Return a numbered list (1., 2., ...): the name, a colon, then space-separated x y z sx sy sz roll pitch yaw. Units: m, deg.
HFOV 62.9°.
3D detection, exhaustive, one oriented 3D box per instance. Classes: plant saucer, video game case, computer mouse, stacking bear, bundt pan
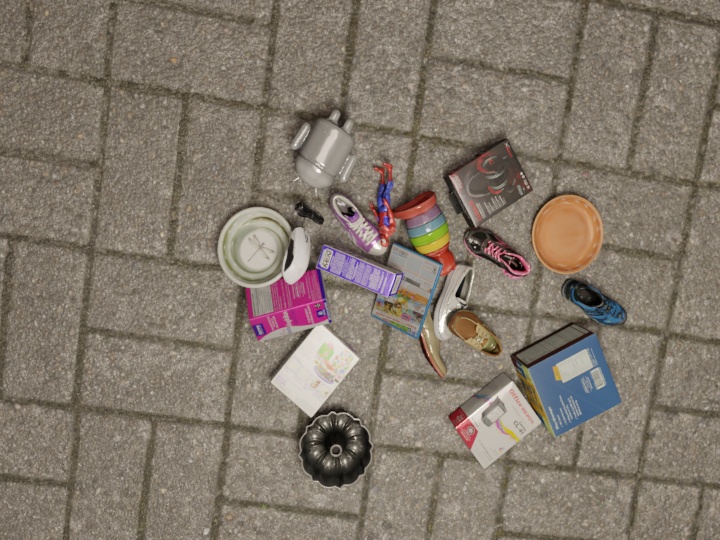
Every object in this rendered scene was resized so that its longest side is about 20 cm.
1. plant saucer: 0.541 -0.096 1.553 0.193 0.037 0.208 -1 96 -5
2. video game case: 0.116 0.052 1.493 0.140 0.018 0.206 24 108 22
3. plant saucer: -0.257 -0.054 1.473 0.193 0.050 0.207 -1 77 2
4. computer mouse: -0.141 -0.063 1.439 0.043 0.109 0.206 2 70 27
5. stacking bear: 0.178 -0.081 1.492 0.119 0.113 0.205 -28 105 -13
6. bundt pan: -0.065 0.459 1.544 0.195 0.076 0.210 0 95 -4

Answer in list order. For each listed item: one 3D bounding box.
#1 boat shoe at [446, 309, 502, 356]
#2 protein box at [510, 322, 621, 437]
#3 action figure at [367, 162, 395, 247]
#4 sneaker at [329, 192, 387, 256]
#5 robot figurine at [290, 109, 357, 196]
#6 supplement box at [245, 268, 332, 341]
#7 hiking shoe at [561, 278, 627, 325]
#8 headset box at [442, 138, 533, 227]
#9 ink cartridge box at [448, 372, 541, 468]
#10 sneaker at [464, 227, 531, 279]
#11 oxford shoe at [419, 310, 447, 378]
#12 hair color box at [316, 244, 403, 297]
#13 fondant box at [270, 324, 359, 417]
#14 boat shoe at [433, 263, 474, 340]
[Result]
1. boat shoe: 0.300 0.163 1.502 0.198 0.074 0.077 29 99 -38
2. protein box: 0.534 0.283 1.542 0.195 0.135 0.203 -26 98 -1
3. action figure: 0.057 -0.161 1.474 0.051 0.065 0.207 1 82 -38
4. sneaker: -0.006 -0.109 1.471 0.200 0.114 0.073 44 90 -9
5. robot figurine: -0.089 -0.290 1.444 0.167 0.113 0.204 30 93 -2
6. supplement box: -0.178 0.086 1.466 0.193 0.105 0.103 -14 142 -1
7. hiking shoe: 0.626 0.095 1.554 0.195 0.087 0.076 26 94 -7
8. headset box: 0.315 -0.216 1.502 0.197 0.075 0.151 -31 98 -1
9. ink cartridge box: 0.355 0.398 1.567 0.198 0.086 0.149 -38 97 2
10. sneaker: 0.358 -0.044 1.515 0.196 0.095 0.081 30 95 -5
11. oxford shoe: 0.191 0.183 1.540 0.073 0.070 0.205 -26 98 -7
12. hair color box: 0.000 0.000 1.455 0.195 0.109 0.067 24 96 14
13. fondant box: -0.118 0.252 1.528 0.144 0.058 0.201 40 93 -7
14. boat shoe: 0.243 0.082 1.511 0.072 0.065 0.207 16 85 -36
